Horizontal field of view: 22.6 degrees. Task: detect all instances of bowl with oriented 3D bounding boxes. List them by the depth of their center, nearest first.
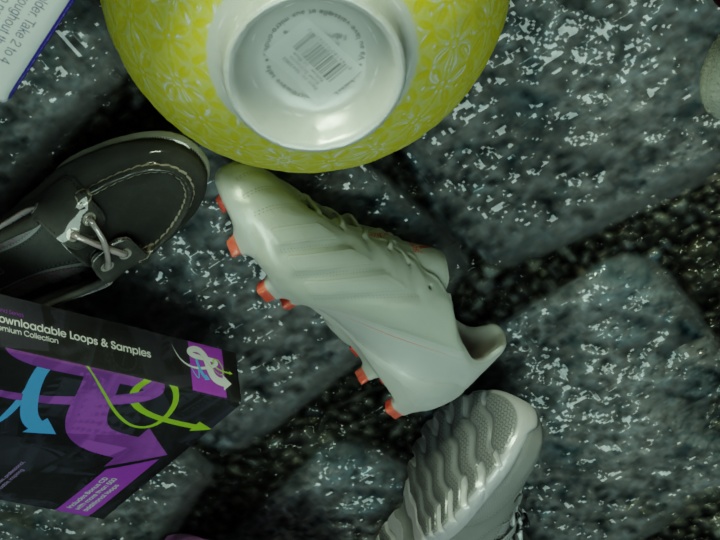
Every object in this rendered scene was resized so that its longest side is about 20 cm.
[{"bbox_3d":[-0.023,-0.115,0.807,0.198,0.108,0.202,-2,127,-3],"label":"bowl"}]

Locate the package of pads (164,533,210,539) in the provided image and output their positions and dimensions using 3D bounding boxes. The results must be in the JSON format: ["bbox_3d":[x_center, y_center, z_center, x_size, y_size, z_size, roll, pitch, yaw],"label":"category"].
[{"bbox_3d":[-0.034,0.231,1.043,0.199,0.120,0.076,36,77,-20],"label":"package of pads"}]

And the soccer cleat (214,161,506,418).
[{"bbox_3d":[0.000,0.000,0.923,0.077,0.070,0.200,-34,129,13],"label":"soccer cleat"}]

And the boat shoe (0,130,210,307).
[{"bbox_3d":[-0.157,-0.004,0.889,0.199,0.057,0.067,-23,131,25],"label":"boat shoe"}]

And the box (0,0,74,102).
[{"bbox_3d":[-0.181,-0.205,0.729,0.199,0.105,0.184,28,120,-22],"label":"box"}]

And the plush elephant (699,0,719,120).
[{"bbox_3d":[0.179,-0.140,0.770,0.198,0.165,0.156,-25,101,-15],"label":"plush elephant"}]

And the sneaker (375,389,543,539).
[{"bbox_3d":[0.066,0.140,1.033,0.081,0.075,0.201,8,137,-18],"label":"sneaker"}]

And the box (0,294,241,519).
[{"bbox_3d":[-0.181,0.070,0.926,0.199,0.036,0.143,17,138,-35],"label":"box"}]
